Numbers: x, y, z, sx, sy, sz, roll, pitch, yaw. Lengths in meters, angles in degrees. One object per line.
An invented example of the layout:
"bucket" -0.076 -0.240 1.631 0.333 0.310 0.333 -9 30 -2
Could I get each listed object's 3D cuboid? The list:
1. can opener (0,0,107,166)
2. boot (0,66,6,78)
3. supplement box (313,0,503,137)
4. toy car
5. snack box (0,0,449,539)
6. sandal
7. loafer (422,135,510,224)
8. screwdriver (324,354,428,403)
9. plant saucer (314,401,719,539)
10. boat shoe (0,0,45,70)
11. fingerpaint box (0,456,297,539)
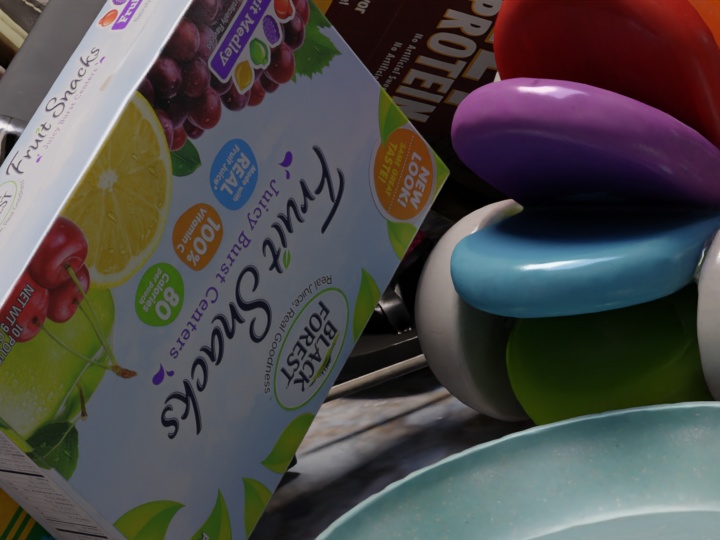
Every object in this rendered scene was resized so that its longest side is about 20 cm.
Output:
"can opener" -0.120 -0.042 1.073 0.067 0.053 0.200 14 42 7
"boot" -0.179 -0.038 1.241 0.095 0.200 0.074 14 66 29
"supplement box" 0.035 -0.172 1.175 0.199 0.133 0.198 5 51 -26
"toy car" 0.097 -0.038 0.974 0.175 0.150 0.200 3 61 39
"snack box" -0.063 -0.003 0.944 0.053 0.142 0.200 3 54 43
"sandal" 0.000 0.000 1.164 0.075 0.045 0.200 -14 18 -1
"loafer" 0.007 -0.075 1.221 0.200 0.076 0.068 21 37 -13
"screwdriver" 0.056 0.022 1.078 0.200 0.028 0.029 -16 46 -17
"plant saucer" 0.075 0.098 0.834 0.199 0.036 0.200 -12 18 4
"boat shoe" -0.108 -0.079 1.243 0.073 0.200 0.065 5 58 58
"fingerpaint box" -0.156 0.069 1.031 0.200 0.074 0.167 3 25 44
